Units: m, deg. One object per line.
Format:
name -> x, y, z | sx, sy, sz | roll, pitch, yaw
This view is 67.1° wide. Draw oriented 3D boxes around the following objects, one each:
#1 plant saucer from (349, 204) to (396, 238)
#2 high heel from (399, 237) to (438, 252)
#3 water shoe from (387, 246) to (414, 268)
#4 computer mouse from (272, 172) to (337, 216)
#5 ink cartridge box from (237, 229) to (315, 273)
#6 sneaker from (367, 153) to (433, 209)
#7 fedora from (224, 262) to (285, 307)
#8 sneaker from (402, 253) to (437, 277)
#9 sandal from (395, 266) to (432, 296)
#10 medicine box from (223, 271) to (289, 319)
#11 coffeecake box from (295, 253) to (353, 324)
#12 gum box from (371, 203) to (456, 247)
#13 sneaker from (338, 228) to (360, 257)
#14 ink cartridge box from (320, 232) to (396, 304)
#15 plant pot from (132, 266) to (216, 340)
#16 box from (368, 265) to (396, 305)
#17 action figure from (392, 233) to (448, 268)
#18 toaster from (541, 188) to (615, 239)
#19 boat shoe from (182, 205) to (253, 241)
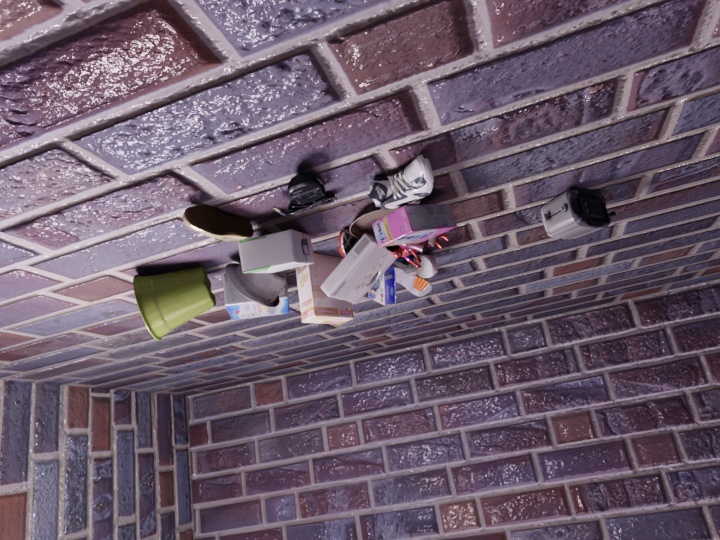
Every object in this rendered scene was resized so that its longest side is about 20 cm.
plant saucer -> 0.067, -0.136, 1.462 | 0.198, 0.032, 0.200 | -8, 162, -3
high heel -> 0.165, -0.105, 1.540 | 0.095, 0.068, 0.200 | 23, -158, 17
water shoe -> 0.107, -0.064, 1.664 | 0.079, 0.072, 0.199 | -40, 155, 17
computer mouse -> -0.144, -0.175, 1.232 | 0.139, 0.047, 0.200 | -18, 172, 11
ink cartridge box -> -0.215, -0.046, 1.427 | 0.144, 0.089, 0.200 | -12, 176, 9
sneaker -> 0.083, -0.191, 1.233 | 0.128, 0.080, 0.199 | -14, 173, -13
fedora -> -0.291, 0.019, 1.590 | 0.090, 0.177, 0.200 | -45, 143, 10
sneaker -> 0.221, -0.019, 1.766 | 0.103, 0.076, 0.200 | -5, -177, -20
sandal -> 0.179, 0.022, 1.951 | 0.079, 0.060, 0.206 | -39, 128, 26
medicine box -> -0.336, 0.080, 1.778 | 0.197, 0.104, 0.182 | -6, 161, -8
coffeecake box -> -0.112, 0.058, 1.670 | 0.152, 0.202, 0.073 | 8, 155, -41
gum box -> 0.140, -0.114, 1.355 | 0.199, 0.067, 0.113 | -9, 169, -46
sneaker -> -0.033, -0.058, 1.582 | 0.084, 0.077, 0.200 | 25, 162, 29
ink cartridge box -> 0.000, 0.000, 1.553 | 0.200, 0.045, 0.176 | -49, 153, 10
plant pot -> -0.531, 0.076, 1.587 | 0.188, 0.202, 0.200 | -20, 163, -9
box -> 0.067, 0.041, 1.728 | 0.041, 0.121, 0.200 | -3, -175, -14
action figure -> 0.185, -0.049, 1.596 | 0.198, 0.100, 0.065 | -13, 152, -33
toaster -> 0.614, -0.157, 1.552 | 0.198, 0.115, 0.129 | 0, 163, -32
boat shoe -> -0.347, -0.103, 1.298 | 0.065, 0.073, 0.199 | -22, 163, 31
